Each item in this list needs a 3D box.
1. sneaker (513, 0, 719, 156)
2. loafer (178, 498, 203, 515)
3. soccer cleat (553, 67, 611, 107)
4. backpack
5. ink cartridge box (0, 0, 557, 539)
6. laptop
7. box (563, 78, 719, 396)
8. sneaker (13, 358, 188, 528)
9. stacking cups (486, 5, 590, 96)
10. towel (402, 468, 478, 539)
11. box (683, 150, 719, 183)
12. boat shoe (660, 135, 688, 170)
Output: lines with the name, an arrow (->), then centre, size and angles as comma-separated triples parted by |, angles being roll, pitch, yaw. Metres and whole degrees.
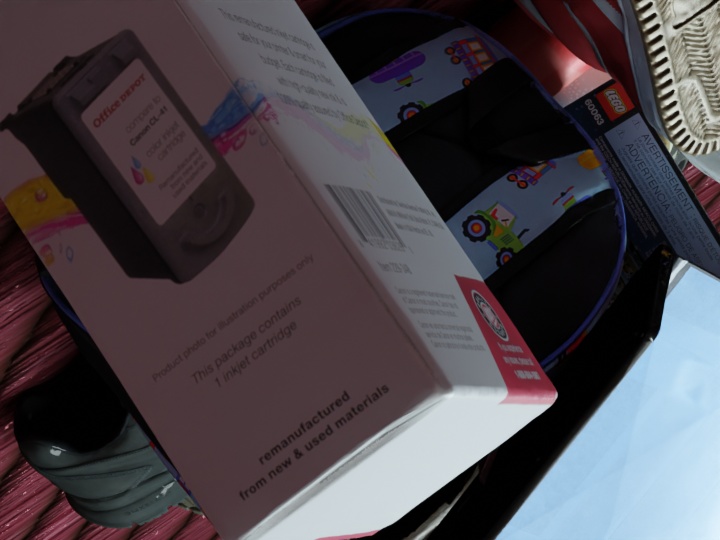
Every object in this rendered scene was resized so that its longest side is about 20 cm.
sneaker -> 0.098, -0.147, 1.106 | 0.071, 0.112, 0.201 | -30, 135, -17
loafer -> -0.038, 0.071, 1.392 | 0.199, 0.069, 0.076 | -16, 139, 38
soccer cleat -> 0.172, -0.127, 1.274 | 0.200, 0.086, 0.070 | -40, 167, 1
backpack -> -0.001, 0.007, 1.102 | 0.200, 0.183, 0.135 | -39, 162, -9
ink cartridge box -> -0.039, -0.019, 0.862 | 0.085, 0.201, 0.147 | -38, 167, 12
laptop -> 0.105, 0.100, 1.110 | 0.188, 0.116, 0.200 | -53, -179, 16
box -> 0.106, 0.001, 1.265 | 0.038, 0.137, 0.200 | -31, 179, -17
sneaker -> -0.068, 0.044, 1.269 | 0.199, 0.076, 0.091 | -36, 145, 10
stacking cups -> 0.136, -0.139, 1.205 | 0.200, 0.061, 0.060 | -41, 166, 18
towel -> 0.015, 0.075, 1.414 | 0.034, 0.201, 0.133 | 34, 114, -29
box -> 0.284, -0.088, 1.345 | 0.201, 0.198, 0.131 | -57, 165, 3
boat shoe -> 0.133, -0.081, 1.404 | 0.065, 0.073, 0.200 | -55, 170, -18
